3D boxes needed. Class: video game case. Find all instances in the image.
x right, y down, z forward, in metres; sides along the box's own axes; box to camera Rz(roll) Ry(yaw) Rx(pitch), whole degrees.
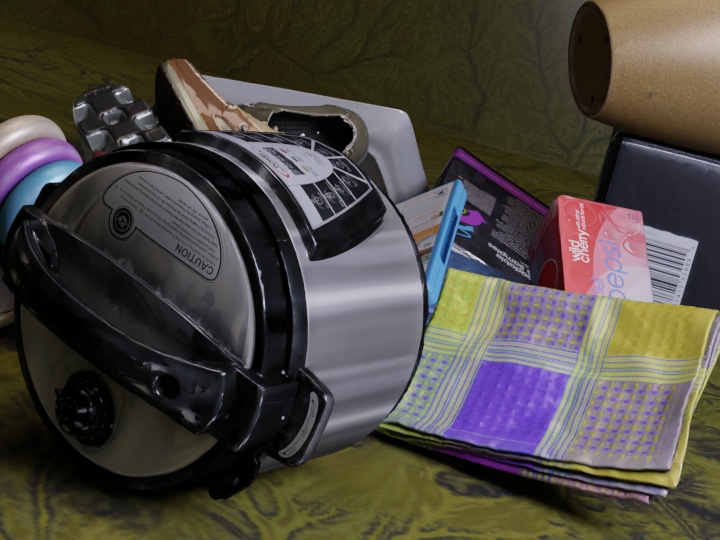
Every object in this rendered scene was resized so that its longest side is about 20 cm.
[{"bbox_3d":[0.000,0.000,1.004,0.142,0.018,0.200,-21,18,18],"label":"video game case"}]

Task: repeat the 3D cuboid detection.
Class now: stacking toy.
[{"bbox_3d":[-0.170,-0.010,0.906,0.200,0.086,0.085,43,22,21],"label":"stacking toy"}]

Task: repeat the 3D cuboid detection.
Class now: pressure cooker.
[{"bbox_3d":[-0.076,0.023,0.720,0.174,0.181,0.199,-15,-6,32],"label":"pressure cooker"}]

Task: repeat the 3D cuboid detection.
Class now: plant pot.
[{"bbox_3d":[0.277,-0.176,1.148,0.197,0.189,0.186,-3,15,-13],"label":"plant pot"}]

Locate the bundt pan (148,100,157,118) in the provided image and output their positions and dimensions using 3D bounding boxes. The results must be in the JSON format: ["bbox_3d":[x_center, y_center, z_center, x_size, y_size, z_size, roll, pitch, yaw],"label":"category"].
[{"bbox_3d":[-0.115,-0.073,1.259,0.199,0.077,0.202,15,-16,4],"label":"bundt pan"}]

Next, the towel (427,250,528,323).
[{"bbox_3d":[0.103,0.044,1.026,0.198,0.049,0.112,27,38,18],"label":"towel"}]

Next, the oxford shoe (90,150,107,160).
[{"bbox_3d":[-0.128,-0.008,0.942,0.200,0.075,0.070,41,9,31],"label":"oxford shoe"}]

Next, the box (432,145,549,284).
[{"bbox_3d":[0.122,-0.029,1.250,0.142,0.036,0.200,34,25,-2],"label":"box"}]

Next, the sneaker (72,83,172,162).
[{"bbox_3d":[-0.155,-0.049,1.060,0.073,0.089,0.201,-17,48,-19],"label":"sneaker"}]

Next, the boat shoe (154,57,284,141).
[{"bbox_3d":[-0.090,-0.078,1.071,0.073,0.076,0.201,-21,66,-27],"label":"boat shoe"}]

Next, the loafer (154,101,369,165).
[{"bbox_3d":[-0.089,-0.106,1.135,0.197,0.076,0.070,-9,-3,-7],"label":"loafer"}]

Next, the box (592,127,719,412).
[{"bbox_3d":[0.250,-0.008,1.211,0.122,0.203,0.197,16,11,7],"label":"box"}]

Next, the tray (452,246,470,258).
[{"bbox_3d":[0.032,-0.018,1.146,0.199,0.022,0.107,34,-27,-2],"label":"tray"}]

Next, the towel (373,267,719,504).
[{"bbox_3d":[0.117,0.063,0.868,0.198,0.023,0.144,10,51,29],"label":"towel"}]

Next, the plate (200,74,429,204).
[{"bbox_3d":[-0.042,-0.105,1.278,0.197,0.033,0.200,11,-17,13],"label":"plate"}]

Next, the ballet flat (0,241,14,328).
[{"bbox_3d":[-0.258,-0.002,0.963,0.066,0.057,0.200,24,13,-25],"label":"ballet flat"}]

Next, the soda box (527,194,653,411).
[{"bbox_3d":[0.158,0.042,0.953,0.069,0.064,0.202,11,45,-9],"label":"soda box"}]
